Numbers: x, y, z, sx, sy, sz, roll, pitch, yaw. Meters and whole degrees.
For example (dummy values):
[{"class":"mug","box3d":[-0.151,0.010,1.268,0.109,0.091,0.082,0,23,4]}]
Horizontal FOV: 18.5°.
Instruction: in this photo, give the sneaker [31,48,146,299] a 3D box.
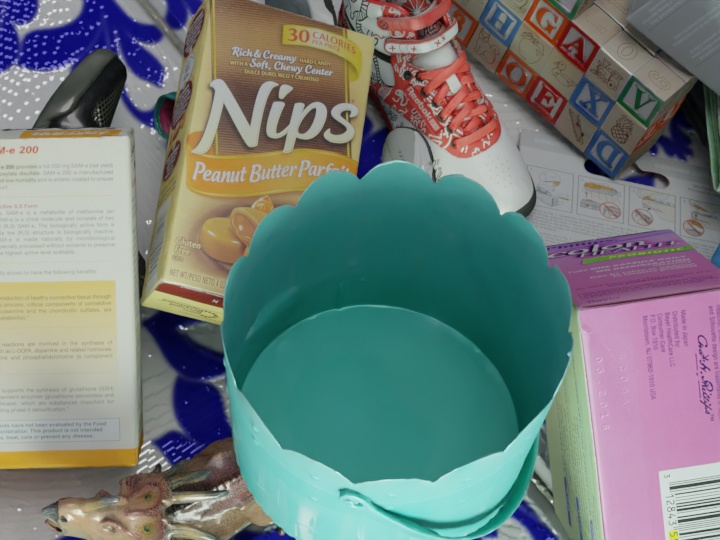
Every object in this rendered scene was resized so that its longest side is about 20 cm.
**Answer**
[{"class":"sneaker","box3d":[-0.174,-0.043,1.429,0.113,0.076,0.201,22,65,-1]}]

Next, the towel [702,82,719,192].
[{"class":"towel","box3d":[0.330,-0.105,1.550,0.198,0.023,0.154,12,60,-22]}]

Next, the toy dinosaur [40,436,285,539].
[{"class":"toy dinosaur","box3d":[-0.088,0.134,1.322,0.199,0.136,0.086,-35,74,-24]}]

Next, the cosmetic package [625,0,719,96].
[{"class":"cosmetic package","box3d":[0.288,-0.156,1.469,0.199,0.107,0.091,35,54,-17]}]

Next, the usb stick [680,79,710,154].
[{"class":"usb stick","box3d":[0.279,-0.064,1.539,0.055,0.033,0.201,-10,64,-46]}]

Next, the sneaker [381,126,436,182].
[{"class":"sneaker","box3d":[0.000,0.000,1.428,0.091,0.076,0.202,7,74,3]}]

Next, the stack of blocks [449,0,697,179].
[{"class":"stack of blocks","box3d":[0.139,-0.175,1.520,0.200,0.115,0.058,43,52,12]}]

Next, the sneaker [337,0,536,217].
[{"class":"sneaker","box3d":[0.049,-0.126,1.477,0.067,0.108,0.202,-28,65,-17]}]

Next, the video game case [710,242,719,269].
[{"class":"video game case","box3d":[0.256,0.021,1.399,0.018,0.144,0.200,-3,22,22]}]

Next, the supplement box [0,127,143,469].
[{"class":"supplement box","box3d":[-0.196,0.015,1.337,0.125,0.074,0.202,0,97,-2]}]

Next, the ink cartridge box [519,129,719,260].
[{"class":"ink cartridge box","box3d":[0.175,0.003,1.497,0.161,0.057,0.201,12,42,-4]}]

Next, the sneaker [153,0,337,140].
[{"class":"sneaker","box3d":[-0.079,-0.122,1.483,0.120,0.084,0.202,2,65,-20]}]

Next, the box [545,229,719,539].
[{"class":"box","box3d":[0.168,0.082,1.317,0.096,0.200,0.178,-8,100,-3]}]

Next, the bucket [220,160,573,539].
[{"class":"bucket","box3d":[0.017,0.059,1.248,0.205,0.135,0.209,2,58,-3]}]

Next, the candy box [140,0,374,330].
[{"class":"candy box","box3d":[-0.063,-0.064,1.388,0.114,0.055,0.202,15,68,-17]}]
